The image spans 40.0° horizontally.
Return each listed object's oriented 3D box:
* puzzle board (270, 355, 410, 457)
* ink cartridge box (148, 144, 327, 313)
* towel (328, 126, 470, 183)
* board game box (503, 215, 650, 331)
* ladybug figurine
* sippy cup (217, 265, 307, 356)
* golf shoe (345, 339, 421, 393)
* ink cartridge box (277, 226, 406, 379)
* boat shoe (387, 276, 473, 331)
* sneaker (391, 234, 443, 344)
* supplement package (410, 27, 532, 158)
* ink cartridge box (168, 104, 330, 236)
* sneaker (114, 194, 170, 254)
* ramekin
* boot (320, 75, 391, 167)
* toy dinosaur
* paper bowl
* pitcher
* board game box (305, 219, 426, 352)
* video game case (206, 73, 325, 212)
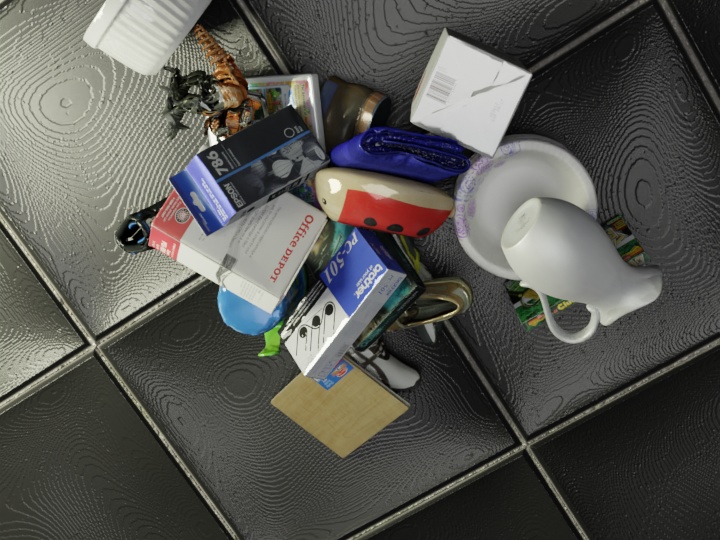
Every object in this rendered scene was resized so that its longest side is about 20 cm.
[{"bbox_3d":[-0.033,0.202,1.516,0.151,0.017,0.200,38,135,-7],"label":"puzzle board"},{"bbox_3d":[-0.168,-0.055,1.358,0.200,0.083,0.147,30,66,-4],"label":"ink cartridge box"},{"bbox_3d":[0.046,-0.153,1.298,0.147,0.200,0.050,11,87,-14],"label":"towel"},{"bbox_3d":[0.309,0.003,1.431,0.200,0.105,0.023,-32,124,12],"label":"board game box"},{"bbox_3d":[0.032,-0.090,1.352,0.199,0.136,0.072,11,89,-1],"label":"ladybug figurine"},{"bbox_3d":[-0.152,0.031,1.460,0.178,0.130,0.140,44,105,-9],"label":"sippy cup"},{"bbox_3d":[0.008,0.119,1.502,0.199,0.078,0.095,22,106,-3],"label":"golf shoe"},{"bbox_3d":[-0.029,0.047,1.376,0.044,0.094,0.200,16,119,-47],"label":"ink cartridge box"},{"bbox_3d":[0.058,0.054,1.408,0.199,0.076,0.072,-16,104,26],"label":"boat shoe"},{"bbox_3d":[0.061,0.022,1.481,0.084,0.074,0.201,-18,102,25],"label":"sneaker"},{"bbox_3d":[0.143,-0.242,1.321,0.119,0.200,0.122,23,106,-3],"label":"supplement package"},{"bbox_3d":[-0.148,-0.136,1.326,0.200,0.039,0.100,-34,84,-22],"label":"ink cartridge box"},{"bbox_3d":[-0.268,-0.077,1.431,0.200,0.112,0.073,-30,92,21],"label":"sneaker"},{"bbox_3d":[-0.272,-0.357,1.326,0.105,0.200,0.200,37,106,-16],"label":"ramekin"},{"bbox_3d":[-0.033,-0.182,1.435,0.097,0.075,0.201,33,114,18],"label":"boot"},{"bbox_3d":[-0.197,-0.241,1.352,0.135,0.102,0.201,-5,111,7],"label":"toy dinosaur"},{"bbox_3d":[0.231,-0.094,1.408,0.200,0.104,0.202,1,106,4],"label":"paper bowl"},{"bbox_3d":[0.275,0.006,1.330,0.200,0.121,0.172,32,120,-16],"label":"pitcher"},{"bbox_3d":[0.000,0.000,1.417,0.028,0.200,0.135,21,120,-46],"label":"board game box"},{"bbox_3d":[-0.135,-0.178,1.426,0.181,0.024,0.201,1,107,24],"label":"video game case"}]
